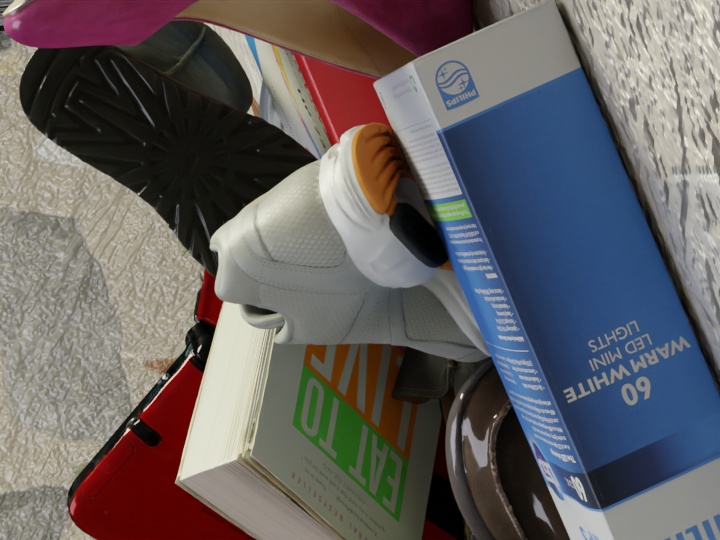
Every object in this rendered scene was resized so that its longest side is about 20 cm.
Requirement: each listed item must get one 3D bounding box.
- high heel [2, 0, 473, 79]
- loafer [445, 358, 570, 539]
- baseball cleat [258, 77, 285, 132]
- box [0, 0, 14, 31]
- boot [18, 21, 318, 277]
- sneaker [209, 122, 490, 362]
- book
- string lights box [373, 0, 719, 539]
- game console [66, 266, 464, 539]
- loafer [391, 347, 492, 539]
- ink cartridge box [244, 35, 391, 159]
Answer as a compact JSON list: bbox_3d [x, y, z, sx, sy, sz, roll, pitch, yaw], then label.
[{"bbox_3d":[-0.039,-0.089,0.874,0.067,0.199,0.097,-12,100,48],"label":"high heel"},{"bbox_3d":[0.107,0.120,0.991,0.071,0.073,0.201,1,127,56],"label":"loafer"},{"bbox_3d":[-0.021,-0.065,1.300,0.107,0.069,0.201,-122,11,-49],"label":"baseball cleat"},{"bbox_3d":[-0.120,-0.227,0.998,0.149,0.123,0.201,94,169,-57],"label":"box"},{"bbox_3d":[-0.072,-0.062,1.080,0.181,0.073,0.200,39,-175,-3],"label":"boot"},{"bbox_3d":[0.000,0.000,0.957,0.200,0.091,0.076,38,-148,-63],"label":"sneaker"},{"bbox_3d":[-0.011,0.048,1.142,0.133,0.048,0.201,41,-137,-34],"label":"book"},{"bbox_3d":[0.074,0.010,0.852,0.103,0.059,0.201,-172,58,-83],"label":"string lights box"},{"bbox_3d":[-0.039,0.082,1.215,0.199,0.173,0.119,35,-168,-30],"label":"game console"},{"bbox_3d":[0.047,0.044,1.126,0.073,0.072,0.201,92,153,-78],"label":"loafer"},{"bbox_3d":[-0.003,-0.101,1.034,0.200,0.067,0.117,-161,47,-80],"label":"ink cartridge box"}]
